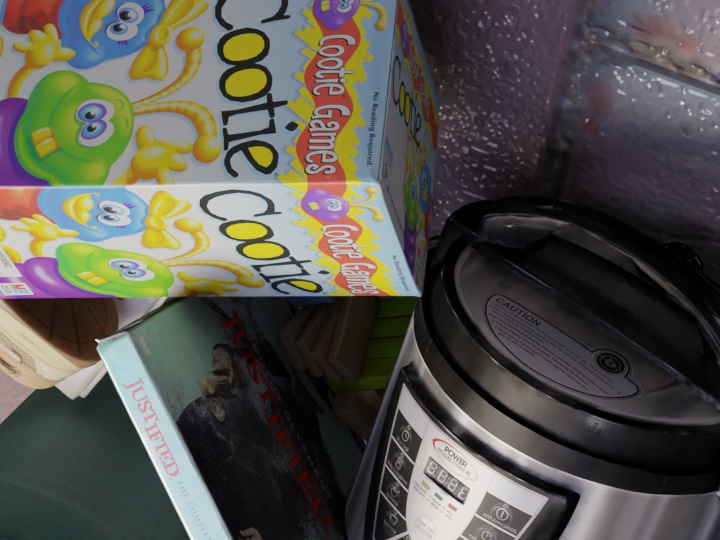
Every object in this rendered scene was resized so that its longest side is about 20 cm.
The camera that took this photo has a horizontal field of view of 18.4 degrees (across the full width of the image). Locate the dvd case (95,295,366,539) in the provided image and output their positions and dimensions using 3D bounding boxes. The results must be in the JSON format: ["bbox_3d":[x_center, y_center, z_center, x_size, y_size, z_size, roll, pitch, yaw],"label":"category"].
[{"bbox_3d":[-0.048,0.074,1.030,0.022,0.200,0.147,-25,92,17],"label":"dvd case"}]

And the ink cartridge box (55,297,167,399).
[{"bbox_3d":[-0.173,-0.051,1.131,0.200,0.088,0.145,41,135,-2],"label":"ink cartridge box"}]

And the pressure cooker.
[{"bbox_3d":[0.093,0.069,1.004,0.174,0.179,0.201,12,122,-13],"label":"pressure cooker"}]

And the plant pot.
[{"bbox_3d":[-0.146,0.148,1.198,0.199,0.196,0.202,16,132,18],"label":"plant pot"}]

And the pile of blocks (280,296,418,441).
[{"bbox_3d":[0.000,0.000,1.074,0.062,0.082,0.201,-7,121,34],"label":"pile of blocks"}]

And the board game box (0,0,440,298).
[{"bbox_3d":[-0.074,-0.055,0.969,0.198,0.104,0.105,-1,152,13],"label":"board game box"}]

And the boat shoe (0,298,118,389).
[{"bbox_3d":[-0.207,-0.018,1.066,0.200,0.071,0.064,47,134,-13],"label":"boat shoe"}]
